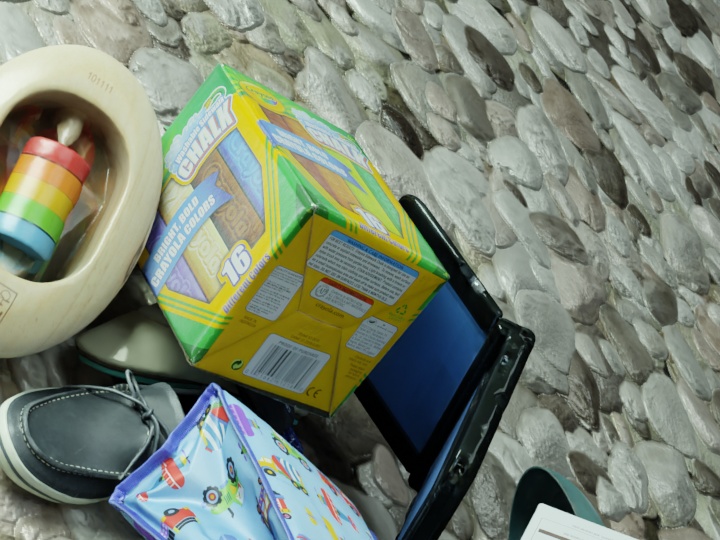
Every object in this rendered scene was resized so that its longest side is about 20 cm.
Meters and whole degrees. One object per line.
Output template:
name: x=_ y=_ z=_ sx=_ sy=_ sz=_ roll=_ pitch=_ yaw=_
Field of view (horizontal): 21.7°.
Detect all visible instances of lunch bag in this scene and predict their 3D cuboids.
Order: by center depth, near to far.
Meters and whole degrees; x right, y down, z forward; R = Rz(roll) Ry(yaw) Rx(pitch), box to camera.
lunch bag: x=-0.025 y=0.174 z=1.027 sx=0.151 sy=0.094 sz=0.200 roll=46 pitch=-5 yaw=-37

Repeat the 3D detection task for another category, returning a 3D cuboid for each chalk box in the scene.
chalk box: x=-0.060 y=-0.032 z=1.148 sx=0.124 sy=0.124 sz=0.200 roll=24 pitch=24 yaw=-42

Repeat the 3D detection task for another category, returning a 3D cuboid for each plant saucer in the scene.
plant saucer: x=0.139 y=0.228 z=1.240 sx=0.027 sy=0.201 sz=0.201 roll=-6 pitch=55 yaw=-12

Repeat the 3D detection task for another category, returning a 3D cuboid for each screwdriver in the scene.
screwdriver: x=-0.034 y=0.132 z=1.194 sx=0.201 sy=0.028 sz=0.029 roll=64 pitch=-3 yaw=-19

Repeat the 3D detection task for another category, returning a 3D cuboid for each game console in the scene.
game console: x=0.021 y=0.089 z=1.181 sx=0.116 sy=0.200 sz=0.176 roll=27 pitch=53 yaw=3

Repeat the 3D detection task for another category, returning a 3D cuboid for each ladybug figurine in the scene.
ladybug figurine: x=-0.193 y=-0.036 z=1.093 sx=0.135 sy=0.072 sz=0.201 roll=34 pitch=66 yaw=-18

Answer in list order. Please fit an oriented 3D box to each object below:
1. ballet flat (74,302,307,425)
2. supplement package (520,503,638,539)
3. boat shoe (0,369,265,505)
ballet flat: x=-0.098 y=0.047 z=1.192 sx=0.199 sy=0.069 sz=0.070 roll=21 pitch=42 yaw=-51
supplement package: x=0.140 y=0.263 z=1.074 sx=0.155 sy=0.201 sz=0.111 roll=19 pitch=38 yaw=15
boat shoe: x=-0.131 y=0.096 z=1.104 sx=0.199 sy=0.062 sz=0.075 roll=11 pitch=51 yaw=-48
